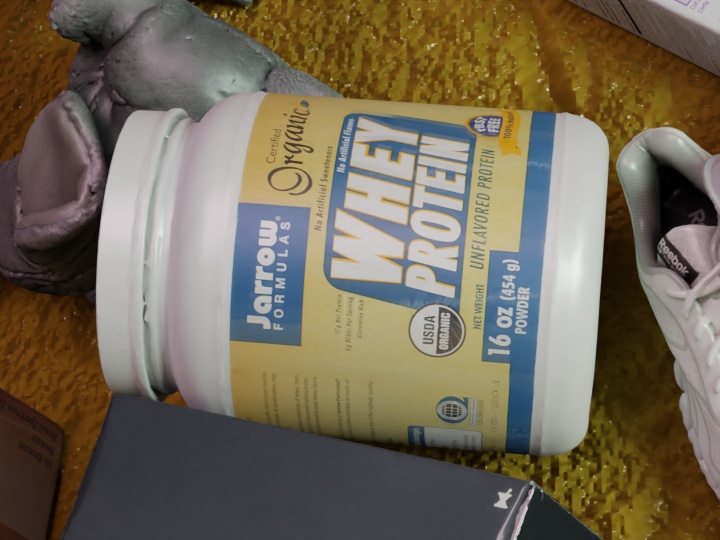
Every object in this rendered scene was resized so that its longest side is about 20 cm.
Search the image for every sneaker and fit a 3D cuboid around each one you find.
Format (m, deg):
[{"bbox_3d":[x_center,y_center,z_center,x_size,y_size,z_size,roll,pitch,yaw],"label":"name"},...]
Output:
[{"bbox_3d":[0.153,0.027,0.860,0.075,0.081,0.200,-28,56,12],"label":"sneaker"}]

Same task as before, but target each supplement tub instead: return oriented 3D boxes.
[{"bbox_3d":[0.000,0.000,0.880,0.200,0.145,0.145,4,65,5],"label":"supplement tub"}]

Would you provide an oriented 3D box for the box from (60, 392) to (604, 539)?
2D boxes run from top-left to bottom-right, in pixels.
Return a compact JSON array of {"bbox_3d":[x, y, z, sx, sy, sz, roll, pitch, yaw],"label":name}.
[{"bbox_3d":[0.000,0.122,0.855,0.200,0.141,0.079,9,69,33],"label":"box"}]

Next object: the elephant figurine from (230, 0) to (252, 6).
[{"bbox_3d":[-0.151,-0.237,1.144,0.141,0.155,0.200,-8,25,-13],"label":"elephant figurine"}]

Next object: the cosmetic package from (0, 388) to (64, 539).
[{"bbox_3d":[-0.215,0.153,0.984,0.087,0.103,0.200,-6,64,27],"label":"cosmetic package"}]

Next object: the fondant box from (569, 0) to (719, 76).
[{"bbox_3d":[0.168,-0.176,0.971,0.200,0.058,0.144,34,84,36],"label":"fondant box"}]

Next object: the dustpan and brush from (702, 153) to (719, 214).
[{"bbox_3d":[0.185,-0.029,0.862,0.057,0.140,0.200,-44,28,32],"label":"dustpan and brush"}]

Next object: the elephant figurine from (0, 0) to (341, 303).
[{"bbox_3d":[-0.125,-0.039,1.023,0.200,0.141,0.155,-57,11,2],"label":"elephant figurine"}]
